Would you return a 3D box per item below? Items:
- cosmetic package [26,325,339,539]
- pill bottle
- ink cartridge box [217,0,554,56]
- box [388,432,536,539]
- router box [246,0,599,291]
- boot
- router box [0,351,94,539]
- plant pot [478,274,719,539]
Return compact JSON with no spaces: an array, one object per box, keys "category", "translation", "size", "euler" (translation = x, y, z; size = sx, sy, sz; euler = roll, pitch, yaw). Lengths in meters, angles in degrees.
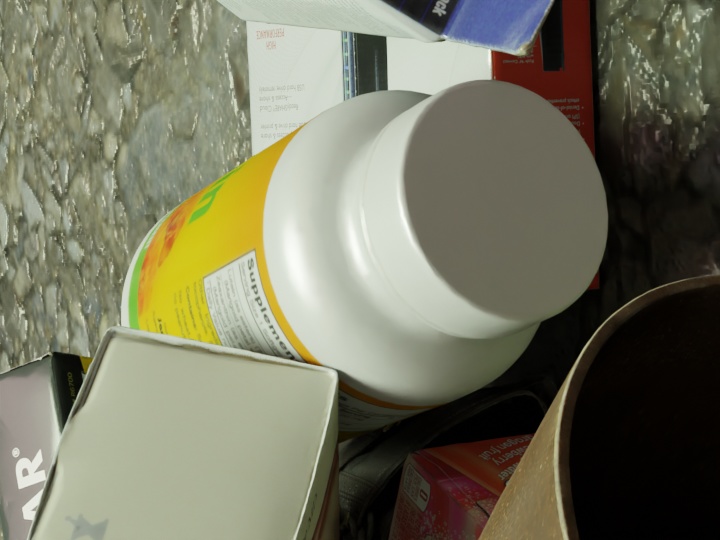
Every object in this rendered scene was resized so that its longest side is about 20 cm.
[{"category":"cosmetic package","translation":[-0.057,0.127,0.796],"size":[0.201,0.087,0.104],"euler":[89,-166,-49]},{"category":"pill bottle","translation":[0.000,0.000,0.805],"size":[0.200,0.110,0.112],"euler":[-26,71,58]},{"category":"ink cartridge box","translation":[0.034,-0.178,0.802],"size":[0.200,0.040,0.201],"euler":[16,77,57]},{"category":"box","translation":[0.062,0.169,0.829],"size":[0.095,0.099,0.201],"euler":[43,129,49]},{"category":"router box","translation":[0.020,-0.083,0.919],"size":[0.200,0.049,0.181],"euler":[2,96,60]},{"category":"boot","translation":[-0.028,0.098,0.909],"size":[0.069,0.200,0.174],"euler":[55,162,-18]},{"category":"router box","translation":[-0.105,0.147,1.066],"size":[0.051,0.149,0.202],"euler":[-20,74,26]},{"category":"plant pot","translation":[0.084,0.137,0.582],"size":[0.200,0.186,0.188],"euler":[-56,47,40]}]
